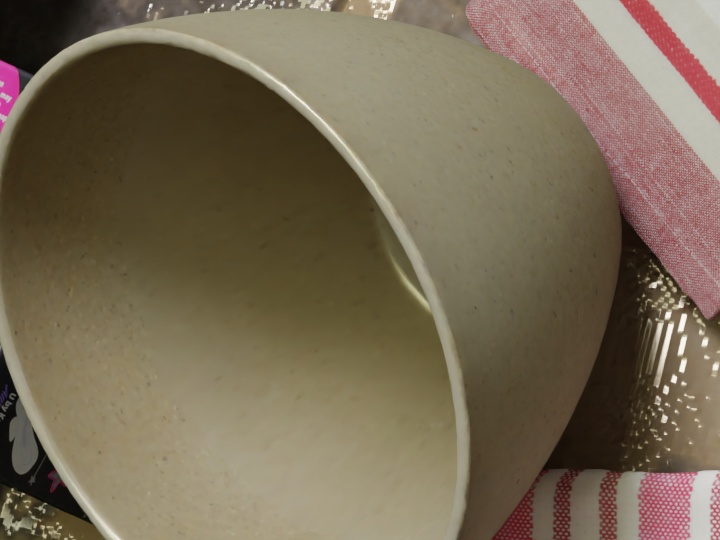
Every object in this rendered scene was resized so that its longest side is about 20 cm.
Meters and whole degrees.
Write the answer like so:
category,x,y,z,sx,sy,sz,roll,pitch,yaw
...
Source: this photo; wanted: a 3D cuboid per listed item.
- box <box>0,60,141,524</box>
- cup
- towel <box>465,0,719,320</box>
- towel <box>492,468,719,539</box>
category,x,y,z,sx,sy,sz,roll,pitch,yaw
box,-0.150,-0.009,1.069,0.200,0.115,0.133,25,86,37
cup,0.000,0.000,0.936,0.200,0.143,0.201,21,124,35
towel,0.133,-0.102,0.936,0.200,0.023,0.144,-49,65,28
towel,0.100,0.129,0.909,0.199,0.030,0.147,0,69,32
